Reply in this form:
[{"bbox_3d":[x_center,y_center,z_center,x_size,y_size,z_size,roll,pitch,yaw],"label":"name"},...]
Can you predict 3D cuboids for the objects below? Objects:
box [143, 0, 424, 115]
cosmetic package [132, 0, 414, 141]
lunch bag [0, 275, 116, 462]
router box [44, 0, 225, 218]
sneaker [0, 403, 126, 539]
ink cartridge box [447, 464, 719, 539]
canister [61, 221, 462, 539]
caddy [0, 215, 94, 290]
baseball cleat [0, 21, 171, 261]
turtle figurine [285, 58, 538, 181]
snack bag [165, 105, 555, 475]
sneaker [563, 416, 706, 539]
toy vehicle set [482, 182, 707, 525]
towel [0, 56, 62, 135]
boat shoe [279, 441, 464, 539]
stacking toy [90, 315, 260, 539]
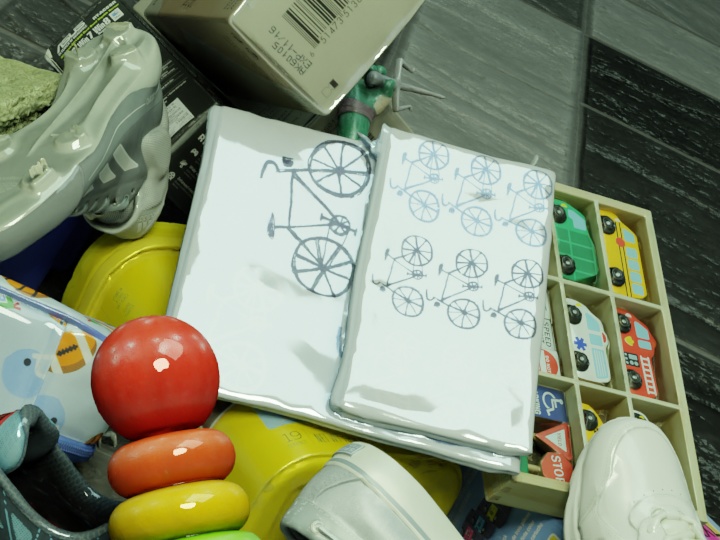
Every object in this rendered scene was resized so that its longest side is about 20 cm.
[{"bbox_3d":[-0.047,-0.152,1.178,0.078,0.095,0.200,42,-8,-20],"label":"box"},{"bbox_3d":[-0.053,-0.123,1.339,0.200,0.073,0.104,45,-1,42],"label":"cosmetic package"},{"bbox_3d":[-0.201,0.030,0.997,0.199,0.076,0.160,25,-3,-10],"label":"lunch bag"},{"bbox_3d":[-0.089,-0.063,1.267,0.150,0.062,0.200,46,0,44],"label":"router box"},{"bbox_3d":[-0.171,0.089,0.906,0.199,0.096,0.079,28,21,1],"label":"sneaker"},{"bbox_3d":[0.096,0.125,1.164,0.136,0.077,0.200,3,30,-45],"label":"ink cartridge box"},{"bbox_3d":[-0.053,0.067,1.106,0.148,0.087,0.200,7,31,-42],"label":"canister"},{"bbox_3d":[-0.227,-0.072,1.184,0.199,0.105,0.141,29,23,4],"label":"caddy"},{"bbox_3d":[-0.140,-0.044,1.053,0.069,0.107,0.200,2,36,24],"label":"baseball cleat"},{"bbox_3d":[0.021,-0.039,1.196,0.150,0.101,0.200,40,30,18],"label":"turtle figurine"},{"bbox_3d":[0.000,0.000,1.062,0.199,0.021,0.189,14,55,-6],"label":"snack bag"},{"bbox_3d":[0.161,0.162,0.999,0.078,0.099,0.201,-1,71,-29],"label":"sneaker"},{"bbox_3d":[0.115,0.041,1.117,0.124,0.027,0.201,14,53,-27],"label":"toy vehicle set"},{"bbox_3d":[-0.253,-0.085,1.058,0.148,0.037,0.200,19,26,16],"label":"towel"},{"bbox_3d":[0.038,0.177,0.986,0.071,0.070,0.201,-40,89,-22],"label":"boat shoe"},{"bbox_3d":[-0.069,0.116,0.840,0.085,0.085,0.201,1,75,-48],"label":"stacking toy"}]
